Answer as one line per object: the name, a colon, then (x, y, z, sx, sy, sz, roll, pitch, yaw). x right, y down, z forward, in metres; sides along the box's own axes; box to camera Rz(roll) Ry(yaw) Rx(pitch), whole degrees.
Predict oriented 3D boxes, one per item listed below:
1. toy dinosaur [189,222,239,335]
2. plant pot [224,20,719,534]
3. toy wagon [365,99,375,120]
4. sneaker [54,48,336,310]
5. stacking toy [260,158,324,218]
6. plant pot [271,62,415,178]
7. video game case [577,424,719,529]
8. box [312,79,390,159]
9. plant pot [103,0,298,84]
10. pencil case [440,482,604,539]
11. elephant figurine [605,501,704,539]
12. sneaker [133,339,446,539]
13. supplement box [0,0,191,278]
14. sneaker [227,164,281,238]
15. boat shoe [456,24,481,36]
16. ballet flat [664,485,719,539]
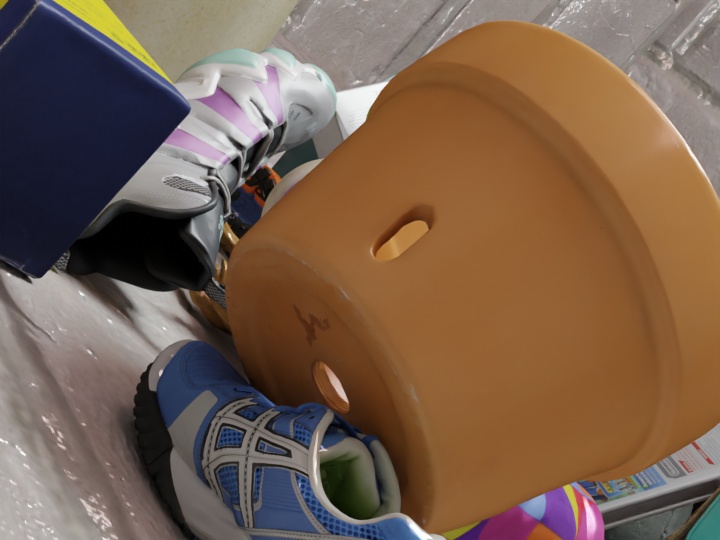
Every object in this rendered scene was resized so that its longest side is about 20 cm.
toy dinosaur: (-0.068, 0.019, 0.913, 0.106, 0.060, 0.200, 53, -6, -5)
plant pot: (0.038, 0.017, 0.670, 0.200, 0.140, 0.201, 41, -32, 33)
toy wagon: (0.081, -0.032, 1.028, 0.155, 0.040, 0.201, 24, 31, -36)
sneaker: (-0.078, -0.037, 0.831, 0.199, 0.078, 0.140, -14, 56, -29)
stacking toy: (0.000, 0.000, 0.893, 0.085, 0.085, 0.200, 40, 5, -20)
plant pot: (0.044, -0.029, 1.218, 0.200, 0.141, 0.141, 56, -30, 4)
video game case: (0.148, 0.111, 1.001, 0.143, 0.199, 0.018, -120, -164, -65)
box: (0.062, -0.037, 1.130, 0.041, 0.155, 0.201, -23, -95, 58)
plant pot: (-0.133, -0.158, 0.982, 0.200, 0.184, 0.200, 42, 8, -7)
pencil case: (0.044, 0.107, 0.832, 0.200, 0.088, 0.088, 38, 9, -38)
elephant figurine: (0.205, 0.123, 1.115, 0.155, 0.200, 0.141, 47, 8, 23)
sneaker: (-0.027, 0.082, 0.628, 0.076, 0.077, 0.200, 34, 10, -40)
supplement box: (-0.187, -0.110, 0.734, 0.200, 0.110, 0.109, 49, 10, 35)
sneaker: (-0.033, -0.005, 1.087, 0.078, 0.075, 0.200, 39, 10, -49)
boat shoe: (0.103, -0.106, 1.259, 0.071, 0.062, 0.201, 36, -37, 39)
ballet flat: (0.178, 0.182, 0.895, 0.070, 0.199, 0.066, 38, -33, 39)
